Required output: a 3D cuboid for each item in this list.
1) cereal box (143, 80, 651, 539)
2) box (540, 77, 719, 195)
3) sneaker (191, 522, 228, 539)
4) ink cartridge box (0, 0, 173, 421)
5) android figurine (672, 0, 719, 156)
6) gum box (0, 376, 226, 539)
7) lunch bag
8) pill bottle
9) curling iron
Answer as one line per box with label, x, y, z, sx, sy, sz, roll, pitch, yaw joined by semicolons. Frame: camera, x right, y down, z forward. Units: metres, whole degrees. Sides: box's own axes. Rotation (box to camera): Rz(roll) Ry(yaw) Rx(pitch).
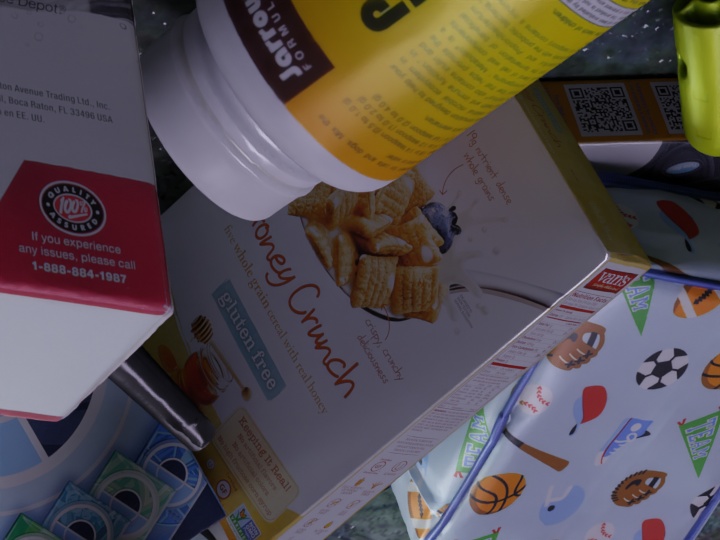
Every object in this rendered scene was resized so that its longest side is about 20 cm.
cereal box;0.000;0.000;1.053;0.200;0.144;0.039;-42;152;23
box;0.147;-0.031;1.174;0.199;0.042;0.119;-2;141;-16
sneaker;-0.132;0.093;1.121;0.199;0.089;0.074;10;122;26
ink cartridge box;-0.151;-0.065;0.870;0.145;0.201;0.083;9;146;-31
android figurine;0.210;-0.096;1.078;0.181;0.041;0.201;-15;130;-8
gum box;-0.170;0.052;1.008;0.170;0.045;0.201;-33;106;-16
lunch bag;0.106;0.054;1.163;0.160;0.076;0.200;6;130;-31
pill bottle;0.018;-0.102;0.967;0.200;0.110;0.109;-35;141;22
curling iron;-0.114;-0.009;0.987;0.050;0.026;0.200;-43;109;-17
